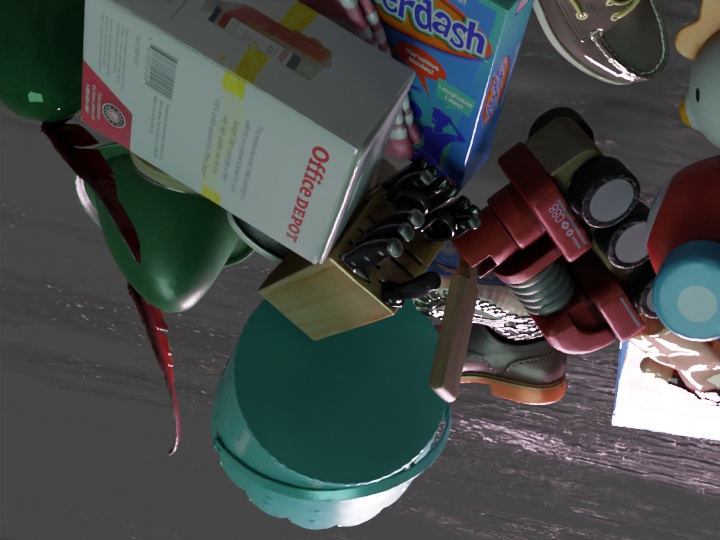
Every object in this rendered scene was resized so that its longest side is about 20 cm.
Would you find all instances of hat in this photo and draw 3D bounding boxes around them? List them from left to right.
[{"bbox_3d":[-0.254,-0.122,1.020,0.198,0.177,0.166,-1,142,26],"label":"hat"},{"bbox_3d":[-0.180,0.017,1.181,0.199,0.177,0.165,32,143,-23],"label":"hat"}]

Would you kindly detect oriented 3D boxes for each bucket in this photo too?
[{"bbox_3d":[-0.022,0.106,1.142,0.205,0.209,0.135,17,159,-1],"label":"bucket"}]

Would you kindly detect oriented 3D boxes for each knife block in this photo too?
[{"bbox_3d":[0.000,0.000,0.977,0.064,0.176,0.200,41,112,-11],"label":"knife block"}]

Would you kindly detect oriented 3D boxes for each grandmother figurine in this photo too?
[{"bbox_3d":[0.291,0.083,1.142,0.200,0.061,0.121,39,167,-34],"label":"grandmother figurine"}]

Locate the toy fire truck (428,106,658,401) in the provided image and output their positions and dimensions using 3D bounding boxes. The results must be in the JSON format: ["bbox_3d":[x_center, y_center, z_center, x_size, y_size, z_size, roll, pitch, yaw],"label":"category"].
[{"bbox_3d":[0.130,0.012,1.017,0.199,0.129,0.176,-36,132,5],"label":"toy fire truck"}]

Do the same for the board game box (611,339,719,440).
[{"bbox_3d":[0.303,0.085,1.219,0.150,0.037,0.201,8,146,12],"label":"board game box"}]

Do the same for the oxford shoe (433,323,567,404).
[{"bbox_3d":[0.095,0.063,1.268,0.198,0.071,0.073,10,118,15],"label":"oxford shoe"}]

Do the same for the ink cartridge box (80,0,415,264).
[{"bbox_3d":[-0.079,-0.114,0.906,0.199,0.084,0.145,32,149,5],"label":"ink cartridge box"}]

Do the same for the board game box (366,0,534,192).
[{"bbox_3d":[0.030,-0.158,0.914,0.152,0.045,0.201,34,153,14],"label":"board game box"}]

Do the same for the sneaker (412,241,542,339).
[{"bbox_3d":[0.126,0.003,1.138,0.199,0.090,0.078,17,156,-41],"label":"sneaker"}]

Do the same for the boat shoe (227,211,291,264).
[{"bbox_3d":[-0.013,-0.030,1.152,0.199,0.074,0.060,23,146,-16],"label":"boat shoe"}]

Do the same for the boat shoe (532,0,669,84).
[{"bbox_3d":[0.141,-0.187,0.848,0.059,0.072,0.200,20,157,53],"label":"boat shoe"}]

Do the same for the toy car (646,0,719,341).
[{"bbox_3d":[0.253,-0.090,0.901,0.176,0.184,0.201,-17,104,27],"label":"toy car"}]

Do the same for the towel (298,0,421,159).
[{"bbox_3d":[-0.044,-0.165,0.919,0.146,0.030,0.201,18,145,39],"label":"towel"}]

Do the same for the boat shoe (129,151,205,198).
[{"bbox_3d":[-0.091,-0.090,1.097,0.198,0.076,0.074,14,142,3],"label":"boat shoe"}]
